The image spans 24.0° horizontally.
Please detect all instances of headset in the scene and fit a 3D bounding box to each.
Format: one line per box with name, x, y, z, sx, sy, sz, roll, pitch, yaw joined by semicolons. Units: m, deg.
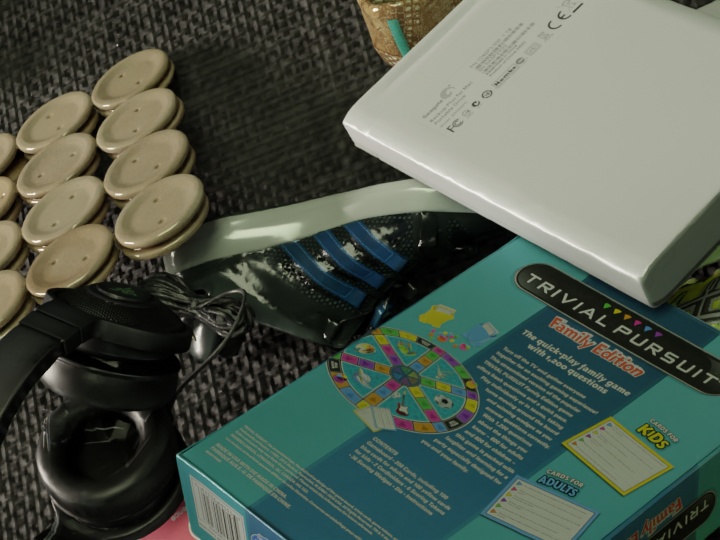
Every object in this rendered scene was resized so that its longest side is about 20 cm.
headset;-0.119;0.055;0.752;0.094;0.124;0.200;21;34;27

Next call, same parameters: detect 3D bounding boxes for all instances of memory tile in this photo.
memory tile;-0.155;-0.040;0.893;0.153;0.017;0.200;-29;34;6

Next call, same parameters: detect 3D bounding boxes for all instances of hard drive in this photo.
hard drive;0.100;-0.073;0.763;0.132;0.026;0.200;-45;44;-13

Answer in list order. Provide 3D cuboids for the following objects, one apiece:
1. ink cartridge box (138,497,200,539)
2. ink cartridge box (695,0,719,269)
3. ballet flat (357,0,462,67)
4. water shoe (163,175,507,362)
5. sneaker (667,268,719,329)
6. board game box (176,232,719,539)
ink cartridge box;-0.044;0.196;0.765;0.146;0.083;0.200;-40;60;2
ink cartridge box;0.200;-0.080;0.774;0.200;0.059;0.104;-23;48;12
ballet flat;0.031;-0.205;0.902;0.070;0.065;0.200;-8;67;19
water shoe;0.000;0.000;0.845;0.200;0.071;0.079;-11;89;22
sneaker;0.161;0.025;0.754;0.200;0.075;0.076;-39;61;2
board game box;0.054;0.074;0.668;0.200;0.047;0.151;-31;44;-30
